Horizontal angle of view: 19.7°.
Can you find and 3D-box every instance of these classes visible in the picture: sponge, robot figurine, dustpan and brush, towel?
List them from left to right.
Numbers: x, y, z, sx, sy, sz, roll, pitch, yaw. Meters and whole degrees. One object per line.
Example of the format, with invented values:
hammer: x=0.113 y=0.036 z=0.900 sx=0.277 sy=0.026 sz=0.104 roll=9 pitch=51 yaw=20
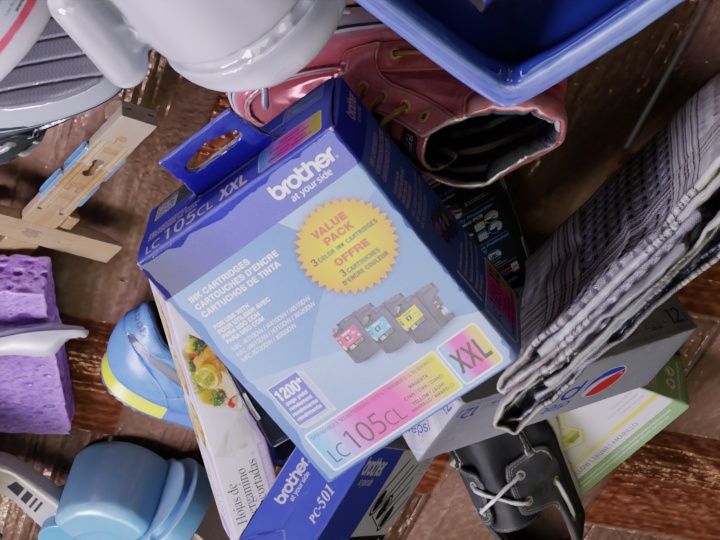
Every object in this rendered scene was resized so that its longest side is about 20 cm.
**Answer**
dustpan and brush: x=-0.266 y=0.061 z=1.280 sx=0.198 sy=0.058 sz=0.140 roll=0 pitch=177 yaw=0
sponge: x=-0.249 y=0.049 z=1.350 sx=0.110 sy=0.030 sz=0.201 roll=4 pitch=150 yaw=-1
robot figurine: x=-0.079 y=-0.169 z=1.046 sx=0.169 sy=0.113 sz=0.200 roll=-41 pitch=130 yaw=3
towel: x=0.145 y=-0.020 z=1.136 sx=0.034 sy=0.200 sz=0.192 roll=41 pitch=117 yaw=-11

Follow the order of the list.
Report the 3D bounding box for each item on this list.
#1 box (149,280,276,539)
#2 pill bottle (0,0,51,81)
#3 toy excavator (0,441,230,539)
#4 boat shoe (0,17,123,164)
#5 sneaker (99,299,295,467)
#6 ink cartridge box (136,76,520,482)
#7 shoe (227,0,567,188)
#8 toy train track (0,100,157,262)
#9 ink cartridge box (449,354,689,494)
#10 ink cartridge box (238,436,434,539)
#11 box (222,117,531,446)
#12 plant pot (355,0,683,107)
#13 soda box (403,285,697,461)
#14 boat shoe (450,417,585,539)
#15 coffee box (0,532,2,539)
box: x=-0.088 y=0.088 z=1.318 sx=0.038 sy=0.041 sz=0.202 roll=-20 pitch=121 yaw=-12
pill bottle: x=-0.254 y=-0.178 z=1.043 sx=0.108 sy=0.110 sz=0.199 roll=-31 pitch=130 yaw=33
toy excavator: x=-0.207 y=0.168 z=1.479 sx=0.194 sy=0.100 sz=0.200 roll=-28 pitch=118 yaw=32
boat shoe: x=-0.207 y=-0.098 z=1.179 sx=0.198 sy=0.073 sz=0.071 roll=-7 pitch=149 yaw=25
sneaker: x=-0.070 y=0.073 z=1.369 sx=0.199 sy=0.066 sz=0.079 roll=21 pitch=132 yaw=-21
ink cartridge box: x=-0.025 y=-0.006 z=1.113 sx=0.136 sy=0.077 sz=0.200 roll=-34 pitch=109 yaw=17
shoe: x=0.019 y=-0.094 z=1.149 sx=0.198 sy=0.092 sz=0.072 roll=-9 pitch=139 yaw=12
toy train track: x=-0.178 y=-0.054 z=1.237 sx=0.114 sy=0.033 sz=0.200 roll=16 pitch=147 yaw=-30
ink cartridge box: x=0.098 y=0.079 z=1.387 sx=0.198 sy=0.048 sz=0.146 roll=20 pitch=137 yaw=-25
ink cartridge box: x=-0.011 y=0.141 z=1.315 sx=0.044 sy=0.094 sz=0.200 roll=33 pitch=-179 yaw=14
box: x=0.000 y=0.000 z=1.235 sx=0.199 sy=0.046 sz=0.160 roll=-29 pitch=137 yaw=-4
plant pot: x=0.071 y=-0.227 z=0.922 sx=0.199 sy=0.181 sz=0.199 roll=-32 pitch=129 yaw=33
soda box: x=0.107 y=0.050 z=1.265 sx=0.199 sy=0.064 sz=0.068 roll=-15 pitch=153 yaw=-36
boat shoe: x=0.101 y=0.136 z=1.369 sx=0.071 sy=0.068 sz=0.201 roll=-13 pitch=136 yaw=21
coffee box: x=-0.328 y=0.158 z=1.403 sx=0.123 sy=0.044 sz=0.199 roll=46 pitch=154 yaw=-18
